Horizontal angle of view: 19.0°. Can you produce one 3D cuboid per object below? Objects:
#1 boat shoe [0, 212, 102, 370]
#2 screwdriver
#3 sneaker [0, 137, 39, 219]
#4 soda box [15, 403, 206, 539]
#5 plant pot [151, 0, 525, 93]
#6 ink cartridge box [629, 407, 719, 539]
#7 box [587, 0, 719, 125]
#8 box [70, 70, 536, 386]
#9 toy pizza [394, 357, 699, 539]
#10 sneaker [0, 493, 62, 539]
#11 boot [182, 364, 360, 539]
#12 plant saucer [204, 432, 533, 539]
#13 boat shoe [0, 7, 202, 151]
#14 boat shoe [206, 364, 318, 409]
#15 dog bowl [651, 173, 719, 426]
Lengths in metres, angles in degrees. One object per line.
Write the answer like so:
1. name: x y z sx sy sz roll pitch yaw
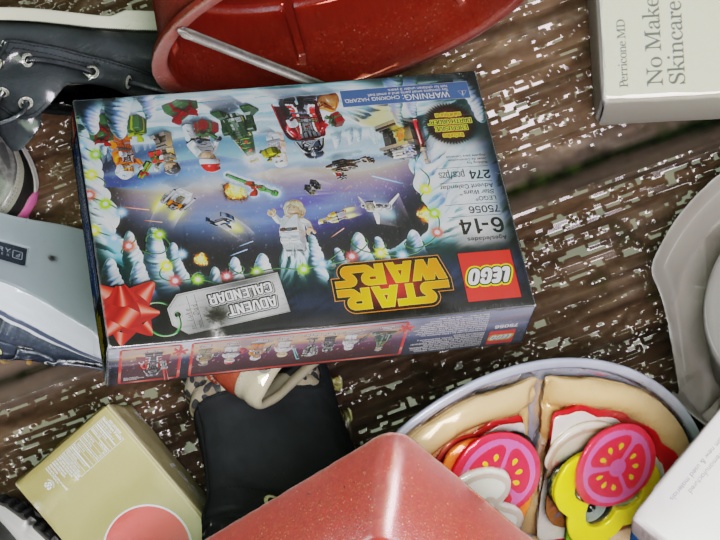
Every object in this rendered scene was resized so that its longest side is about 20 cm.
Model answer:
1. boat shoe: -0.184 0.022 1.113 0.200 0.091 0.071 22 43 -16
2. screwdriver: -0.023 -0.091 1.062 0.029 0.200 0.028 2 81 46
3. sneaker: -0.253 -0.091 1.112 0.200 0.087 0.074 43 88 6
4. soda box: -0.082 0.161 1.089 0.064 0.068 0.200 -40 84 0
5. plant pot: -0.032 -0.211 1.068 0.201 0.201 0.195 -17 76 2
6. ink cartridge box: 0.213 0.151 0.923 0.200 0.116 0.067 39 84 13
7. box: 0.218 -0.122 1.098 0.200 0.068 0.082 -4 84 2
8. box: -0.030 -0.023 1.013 0.200 0.040 0.137 -6 61 -12
9. toy pizza: 0.078 0.132 0.999 0.200 0.032 0.200 -10 121 -18
10. sneaker: -0.142 0.200 1.087 0.080 0.074 0.200 -40 83 2
11. boot: 0.004 0.116 1.078 0.204 0.073 0.154 12 47 -30
12. plant saucer: 0.015 0.180 0.963 0.200 0.037 0.200 41 129 -20
13. boat shoe: -0.166 -0.093 1.083 0.199 0.074 0.066 -4 83 -37
14. boat shoe: 0.000 0.000 1.066 0.200 0.071 0.063 -33 55 -30
15. dog bowl: 0.241 0.020 1.042 0.200 0.059 0.200 -16 48 18
